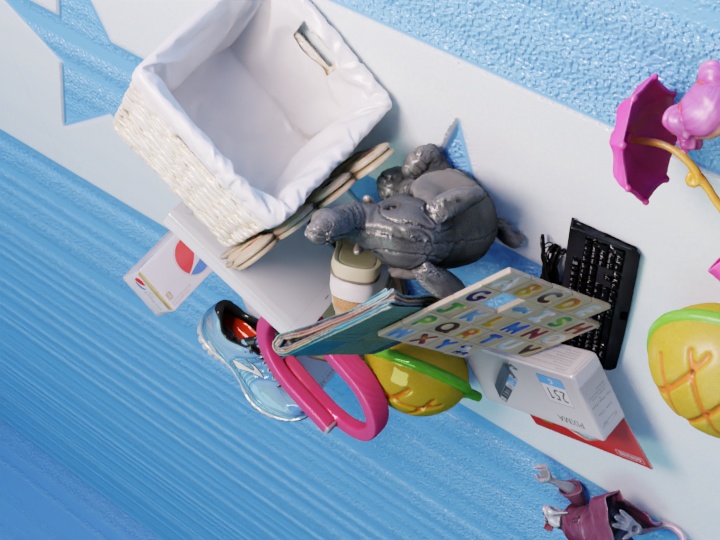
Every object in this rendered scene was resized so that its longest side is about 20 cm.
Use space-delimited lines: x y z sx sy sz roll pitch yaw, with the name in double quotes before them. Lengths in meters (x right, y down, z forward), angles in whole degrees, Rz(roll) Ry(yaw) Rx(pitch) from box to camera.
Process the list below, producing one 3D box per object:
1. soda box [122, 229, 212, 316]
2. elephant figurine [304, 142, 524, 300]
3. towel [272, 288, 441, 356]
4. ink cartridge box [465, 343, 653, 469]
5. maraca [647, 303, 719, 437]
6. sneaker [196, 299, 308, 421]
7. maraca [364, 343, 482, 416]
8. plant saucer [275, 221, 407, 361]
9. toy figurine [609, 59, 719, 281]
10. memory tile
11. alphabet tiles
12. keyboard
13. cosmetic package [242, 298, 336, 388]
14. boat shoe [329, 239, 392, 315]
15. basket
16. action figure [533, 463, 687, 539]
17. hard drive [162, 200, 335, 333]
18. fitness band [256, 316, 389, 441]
"soda box" -0.204 -0.036 1.307 0.068 0.200 0.063 49 150 -16
"elephant figurine" 0.058 -0.035 0.986 0.153 0.200 0.143 -26 98 15
"towel" 0.019 0.054 1.033 0.145 0.199 0.022 -24 76 26
"ink cartridge box" 0.217 0.151 1.172 0.199 0.045 0.178 14 140 57
"maraca" 0.344 0.098 0.904 0.198 0.107 0.138 24 149 29
"sneaker" -0.131 0.116 1.347 0.199 0.079 0.090 40 147 4
"maraca" 0.076 0.125 1.255 0.135 0.109 0.200 20 172 29
"plant saucer" -0.040 0.031 1.270 0.196 0.030 0.203 5 118 10
"toy figurine" 0.276 -0.081 0.771 0.184 0.149 0.201 45 130 13
"memory tile" -0.059 -0.067 1.070 0.017 0.199 0.153 53 171 -10
"alphabet tiles" 0.141 0.052 1.015 0.198 0.008 0.166 17 145 -42
"keyboard" 0.221 0.034 1.054 0.103 0.040 0.202 26 146 25
"cosmetic package" -0.086 0.078 1.419 0.073 0.102 0.202 21 146 33
"boat shoe" 0.000 0.000 1.125 0.073 0.200 0.070 13 108 9
"basket" -0.115 -0.158 1.046 0.198 0.200 0.160 46 152 -8
"action figure" 0.300 0.317 1.308 0.146 0.137 0.200 4 174 -20
"hard drive" -0.110 -0.026 1.171 0.200 0.132 0.026 43 138 -3
"fitness band" -0.048 0.124 1.242 0.200 0.037 0.144 46 147 8
